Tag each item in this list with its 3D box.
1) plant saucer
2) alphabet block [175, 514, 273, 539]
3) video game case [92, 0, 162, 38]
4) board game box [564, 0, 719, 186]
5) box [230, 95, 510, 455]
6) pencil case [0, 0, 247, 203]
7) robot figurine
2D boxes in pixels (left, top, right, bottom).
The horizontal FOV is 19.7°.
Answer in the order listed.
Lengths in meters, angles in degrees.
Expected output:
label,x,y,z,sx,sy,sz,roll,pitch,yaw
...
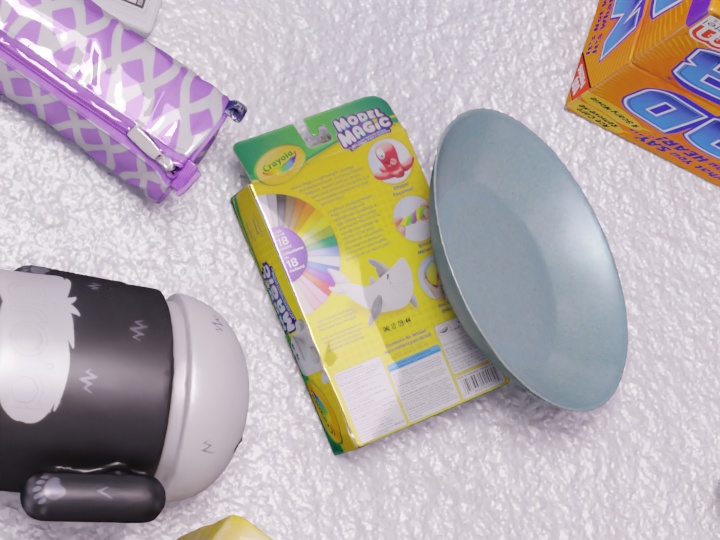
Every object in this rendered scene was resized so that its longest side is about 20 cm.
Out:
label,x,y,z,sx,sy,sz,roll,pitch,yaw
plant saucer,0.095,-0.002,1.291,0.201,0.039,0.202,32,46,-40
alphabet block,-0.077,0.274,1.102,0.195,0.196,0.200,41,66,-9
video game case,-0.187,-0.266,1.287,0.181,0.022,0.201,21,71,-16
board game box,0.286,-0.177,1.350,0.199,0.200,0.201,25,69,-14
box,0.000,0.000,1.281,0.117,0.048,0.201,-20,88,-24
pencil case,-0.171,-0.117,1.220,0.199,0.084,0.086,33,31,-9
robot figurine,-0.162,0.067,1.161,0.199,0.125,0.151,7,80,-19
